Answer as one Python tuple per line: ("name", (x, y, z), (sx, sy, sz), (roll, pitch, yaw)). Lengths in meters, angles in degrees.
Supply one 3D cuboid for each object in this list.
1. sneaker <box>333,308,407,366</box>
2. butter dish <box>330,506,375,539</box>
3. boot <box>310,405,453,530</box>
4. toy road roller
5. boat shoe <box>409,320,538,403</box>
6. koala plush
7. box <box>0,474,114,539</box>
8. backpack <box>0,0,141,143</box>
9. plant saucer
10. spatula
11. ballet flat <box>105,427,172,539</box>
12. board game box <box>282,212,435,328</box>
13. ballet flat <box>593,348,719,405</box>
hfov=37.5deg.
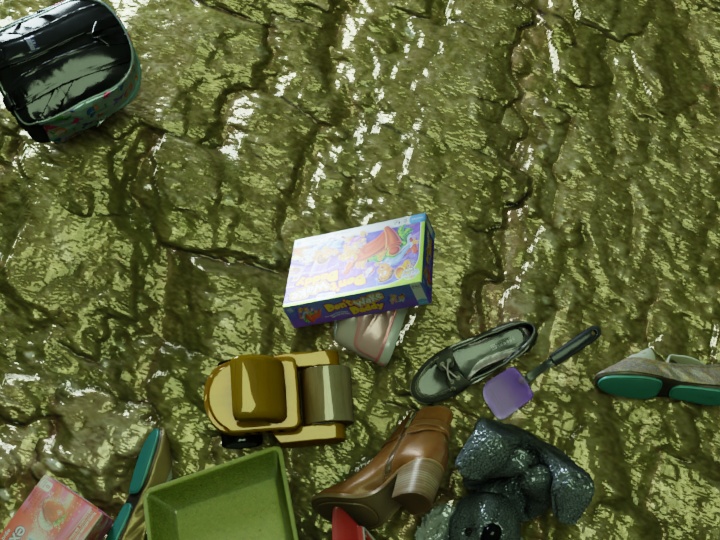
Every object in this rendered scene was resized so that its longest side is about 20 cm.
("sneaker", (0.021, 0.027, 1.509), (0.105, 0.075, 0.200), (20, 76, -1))
("butter dish", (-0.014, 0.429, 1.311), (0.148, 0.200, 0.200), (-38, 102, 6))
("boot", (0.033, 0.259, 1.428), (0.077, 0.200, 0.155), (47, 40, -24))
("toy road roller", (-0.109, 0.168, 1.421), (0.200, 0.146, 0.123), (-4, 73, -4))
("boat shoe", (0.159, 0.122, 1.494), (0.200, 0.057, 0.067), (-26, 75, -10))
("koala plush", (0.181, 0.312, 1.399), (0.177, 0.184, 0.200), (25, 94, -1))
("box", (-0.419, 0.376, 1.364), (0.095, 0.103, 0.200), (32, 72, 7))
("backpack", (-0.424, -0.294, 1.555), (0.200, 0.151, 0.178), (-30, 78, -4))
("plant saucer", (-0.166, 0.347, 1.336), (0.200, 0.048, 0.200), (-20, 59, 10))
("spatula", (0.263, 0.136, 1.513), (0.200, 0.021, 0.057), (-33, 82, -13))
("ballet flat", (-0.287, 0.311, 1.420), (0.063, 0.069, 0.200), (28, 73, -23))
("board game box", (0.000, 0.000, 1.468), (0.200, 0.045, 0.135), (-11, 43, 17))
("ballet flat", (0.426, 0.147, 1.503), (0.200, 0.068, 0.067), (9, 52, -5))
